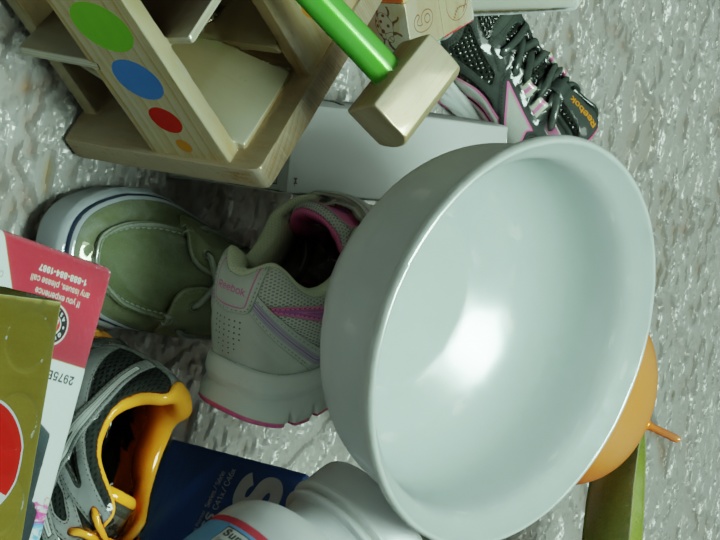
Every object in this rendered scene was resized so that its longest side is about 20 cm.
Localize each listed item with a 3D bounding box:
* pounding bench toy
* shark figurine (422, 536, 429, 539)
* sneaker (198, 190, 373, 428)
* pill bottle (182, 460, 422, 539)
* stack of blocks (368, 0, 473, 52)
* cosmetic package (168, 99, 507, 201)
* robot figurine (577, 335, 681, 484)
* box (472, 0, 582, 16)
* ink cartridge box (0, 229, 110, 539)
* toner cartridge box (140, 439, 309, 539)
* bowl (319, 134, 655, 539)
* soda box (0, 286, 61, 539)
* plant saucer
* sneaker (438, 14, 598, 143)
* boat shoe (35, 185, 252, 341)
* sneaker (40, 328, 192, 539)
[{"bbox_3d":[-0.064,-0.137,1.035,0.125,0.199,0.156,-59,140,-25],"label":"pounding bench toy"},{"bbox_3d":[0.120,0.219,1.430,0.090,0.127,0.215,-54,136,-22],"label":"shark figurine"},{"bbox_3d":[0.000,0.000,1.145,0.199,0.081,0.089,-32,132,-43],"label":"sneaker"},{"bbox_3d":[-0.064,0.179,1.064,0.199,0.108,0.109,-36,127,-27],"label":"pill bottle"},{"bbox_3d":[-0.017,-0.216,1.154,0.058,0.114,0.202,-34,123,-45],"label":"stack of blocks"},{"bbox_3d":[-0.007,-0.066,1.231,0.199,0.082,0.051,1,98,-54],"label":"cosmetic package"},{"bbox_3d":[0.084,0.058,1.285,0.116,0.199,0.145,-14,109,-51],"label":"robot figurine"},{"bbox_3d":[0.088,-0.234,1.254,0.200,0.108,0.129,-55,142,-57],"label":"box"},{"bbox_3d":[-0.206,0.075,0.992,0.145,0.082,0.202,22,80,-54],"label":"ink cartridge box"},{"bbox_3d":[-0.095,0.191,1.163,0.043,0.094,0.201,48,59,-46],"label":"toner cartridge box"},{"bbox_3d":[0.046,0.022,1.084,0.200,0.090,0.203,-22,122,-40],"label":"bowl"},{"bbox_3d":[-0.179,0.103,0.911,0.067,0.064,0.202,9,91,-51],"label":"soda box"},{"bbox_3d":[0.149,0.194,1.357,0.200,0.031,0.202,4,90,-81],"label":"plant saucer"},{"bbox_3d":[0.103,-0.105,1.369,0.081,0.086,0.201,-53,136,-34],"label":"sneaker"},{"bbox_3d":[-0.083,0.002,1.160,0.199,0.062,0.073,15,86,-54],"label":"boat shoe"},{"bbox_3d":[-0.145,0.125,1.094,0.078,0.077,0.202,32,73,-54],"label":"sneaker"}]
